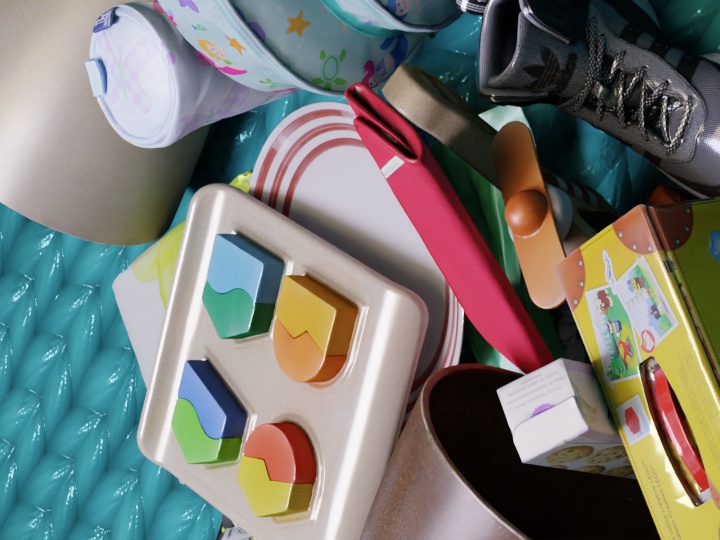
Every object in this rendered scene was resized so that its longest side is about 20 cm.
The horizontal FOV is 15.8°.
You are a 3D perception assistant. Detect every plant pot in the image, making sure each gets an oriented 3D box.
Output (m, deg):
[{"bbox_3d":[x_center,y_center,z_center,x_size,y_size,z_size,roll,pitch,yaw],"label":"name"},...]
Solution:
[{"bbox_3d":[-0.157,-0.151,1.666,0.187,0.187,0.200,52,121,34],"label":"plant pot"},{"bbox_3d":[0.063,0.185,1.368,0.187,0.187,0.200,50,119,35],"label":"plant pot"}]

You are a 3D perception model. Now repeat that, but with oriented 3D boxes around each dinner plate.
[{"bbox_3d":[0.000,0.000,1.502,0.200,0.024,0.201,22,119,46],"label":"dinner plate"}]

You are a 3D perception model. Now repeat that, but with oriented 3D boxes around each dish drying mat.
[{"bbox_3d":[0.049,-0.013,1.340,0.077,0.018,0.200,42,169,44],"label":"dish drying mat"}]

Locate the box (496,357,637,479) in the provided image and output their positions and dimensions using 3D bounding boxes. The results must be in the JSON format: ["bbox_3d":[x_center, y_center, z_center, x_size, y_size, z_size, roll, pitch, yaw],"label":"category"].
[{"bbox_3d":[0.131,0.077,1.290,0.041,0.200,0.039,-26,71,22],"label":"box"}]

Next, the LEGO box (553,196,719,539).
[{"bbox_3d":[0.201,0.065,1.230,0.077,0.149,0.200,-39,65,49],"label":"LEGO box"}]

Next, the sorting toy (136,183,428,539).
[{"bbox_3d":[-0.055,0.065,1.519,0.200,0.036,0.185,29,111,43],"label":"sorting toy"}]

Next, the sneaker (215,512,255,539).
[{"bbox_3d":[-0.052,0.168,1.651,0.200,0.076,0.076,109,177,-61],"label":"sneaker"}]

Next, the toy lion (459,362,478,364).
[{"bbox_3d":[0.046,0.158,1.541,0.200,0.069,0.192,-44,55,48],"label":"toy lion"}]

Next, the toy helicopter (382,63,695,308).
[{"bbox_3d":[0.086,-0.039,1.331,0.200,0.132,0.079,40,108,17],"label":"toy helicopter"}]

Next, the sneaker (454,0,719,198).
[{"bbox_3d":[0.129,-0.091,1.320,0.200,0.114,0.076,44,122,41],"label":"sneaker"}]

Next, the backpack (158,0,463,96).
[{"bbox_3d":[-0.014,-0.193,1.397,0.178,0.200,0.150,49,163,-31],"label":"backpack"}]

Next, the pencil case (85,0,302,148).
[{"bbox_3d":[-0.060,-0.134,1.501,0.091,0.200,0.083,-19,92,55],"label":"pencil case"}]

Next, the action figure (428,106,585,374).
[{"bbox_3d":[0.087,0.016,1.454,0.118,0.055,0.200,-29,75,50],"label":"action figure"}]

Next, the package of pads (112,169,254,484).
[{"bbox_3d":[-0.075,0.033,1.663,0.200,0.068,0.155,-37,68,49],"label":"package of pads"}]
